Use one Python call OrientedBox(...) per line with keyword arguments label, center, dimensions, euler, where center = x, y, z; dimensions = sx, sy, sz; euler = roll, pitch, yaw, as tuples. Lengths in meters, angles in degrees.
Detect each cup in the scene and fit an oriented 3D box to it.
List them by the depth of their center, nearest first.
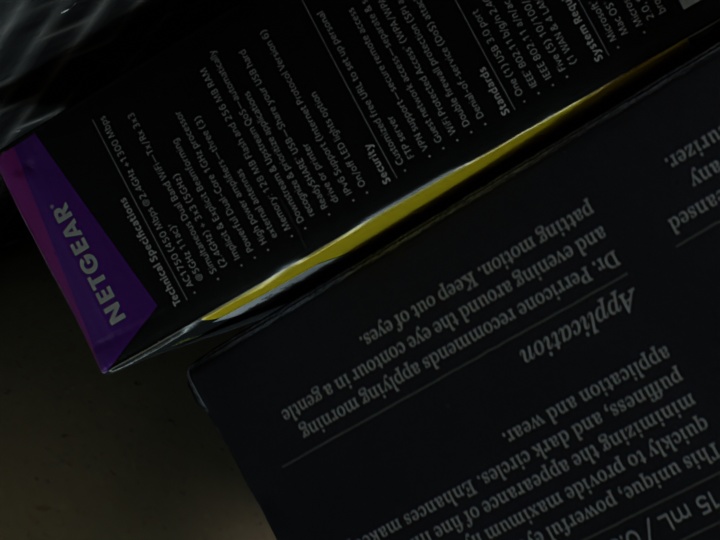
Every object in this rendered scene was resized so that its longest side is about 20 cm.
OrientedBox(label="cup", center=(-0.072, 0.074, 0.592), dimensions=(0.143, 0.200, 0.200), euler=(-52, -173, -26))

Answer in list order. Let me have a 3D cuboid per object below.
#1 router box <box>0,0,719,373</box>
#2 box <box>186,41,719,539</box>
OrientedBox(label="router box", center=(0.028, -0.043, 0.530), dimensions=(0.149, 0.051, 0.200), euler=(-29, 177, 15))
OrientedBox(label="box", center=(0.102, 0.046, 0.465), dimensions=(0.199, 0.183, 0.104), euler=(-30, 175, 30))
